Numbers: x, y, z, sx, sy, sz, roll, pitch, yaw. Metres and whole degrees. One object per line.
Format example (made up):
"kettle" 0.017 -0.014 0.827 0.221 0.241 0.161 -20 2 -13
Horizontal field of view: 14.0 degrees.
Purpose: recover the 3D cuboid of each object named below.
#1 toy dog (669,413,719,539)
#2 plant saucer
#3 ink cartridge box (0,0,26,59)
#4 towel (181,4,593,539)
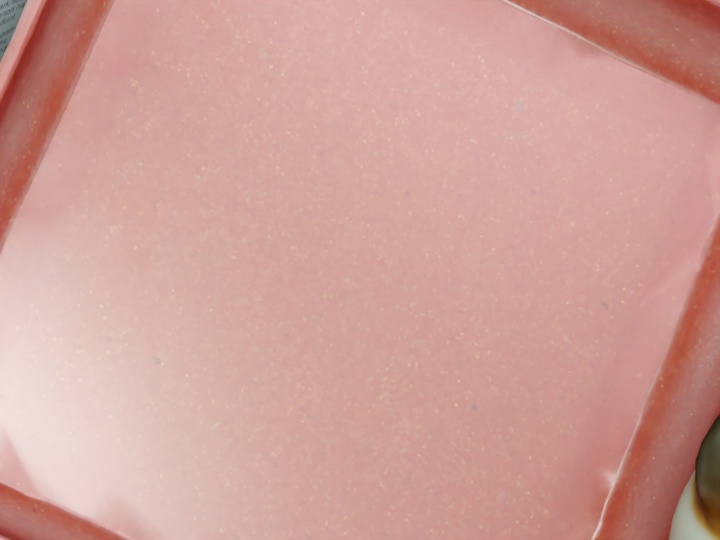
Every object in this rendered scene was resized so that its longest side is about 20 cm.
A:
"toy dog" 0.163 0.089 0.647 0.200 0.140 0.194 31 72 25
"plant saucer" 0.000 0.000 0.707 0.199 0.037 0.200 25 76 -8
"ink cartridge box" -0.087 -0.144 0.719 0.084 0.200 0.145 38 38 14
"towel" 0.067 -0.026 0.777 0.200 0.032 0.192 -32 91 -26
